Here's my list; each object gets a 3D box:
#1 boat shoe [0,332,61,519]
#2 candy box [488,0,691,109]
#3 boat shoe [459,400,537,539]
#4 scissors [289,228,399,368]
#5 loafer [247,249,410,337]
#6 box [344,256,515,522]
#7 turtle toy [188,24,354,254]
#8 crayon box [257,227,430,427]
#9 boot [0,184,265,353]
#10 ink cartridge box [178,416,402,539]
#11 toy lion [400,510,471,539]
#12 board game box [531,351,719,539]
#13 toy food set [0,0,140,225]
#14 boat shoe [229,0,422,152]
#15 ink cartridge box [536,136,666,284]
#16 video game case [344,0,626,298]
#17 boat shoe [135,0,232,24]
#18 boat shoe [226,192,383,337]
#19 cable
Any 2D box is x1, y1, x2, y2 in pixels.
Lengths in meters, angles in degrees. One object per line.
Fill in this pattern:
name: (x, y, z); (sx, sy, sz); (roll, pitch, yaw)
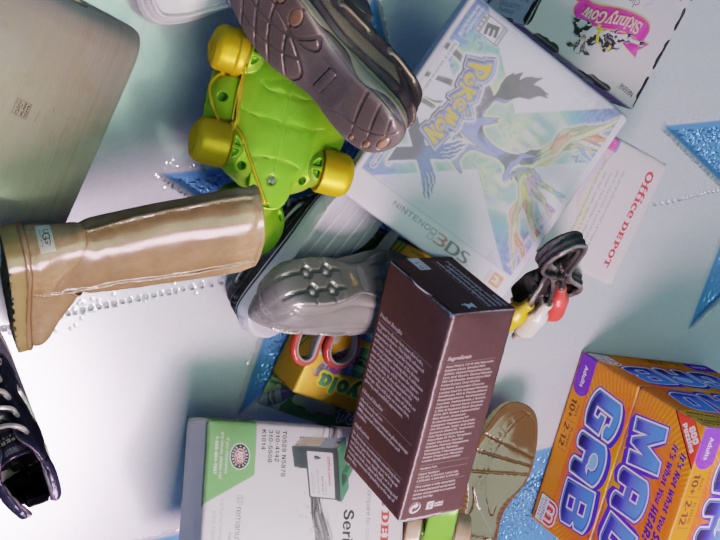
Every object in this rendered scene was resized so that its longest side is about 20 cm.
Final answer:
boat shoe: (-0.299, 0.109, 1.084); (0.074, 0.093, 0.202); (-32, 122, -16)
candy box: (0.236, -0.283, 1.267); (0.167, 0.071, 0.202); (27, 93, -35)
boat shoe: (0.126, 0.228, 1.413); (0.073, 0.063, 0.202); (22, 93, -17)
scissors: (0.000, 0.000, 1.209); (0.073, 0.014, 0.202); (22, 97, -32)
loafer: (-0.011, 0.023, 1.171); (0.198, 0.070, 0.071); (4, 62, -41)
box: (0.055, 0.100, 1.142); (0.074, 0.100, 0.202); (-5, 120, -32)
turtle toy: (-0.079, -0.109, 1.120); (0.144, 0.101, 0.203); (13, 89, -20)
crayon box: (0.002, 0.063, 1.273); (0.125, 0.051, 0.202); (22, 96, -35)
boot: (-0.183, 0.002, 1.065); (0.197, 0.175, 0.067); (-10, 71, -18)
ink cartridge box: (-0.061, 0.214, 1.227); (0.197, 0.084, 0.148); (6, 81, -22)
toy lion: (0.087, 0.147, 1.280); (0.068, 0.201, 0.194); (10, 117, 0)
board game box: (0.343, 0.225, 1.450); (0.198, 0.199, 0.203); (8, 104, -32)
toy food set: (-0.273, -0.129, 1.038); (0.142, 0.060, 0.202); (25, 87, -35)
boat shoe: (-0.028, -0.185, 1.055); (0.201, 0.074, 0.073); (51, 48, -9)
ink cartridge box: (0.181, -0.084, 1.278); (0.198, 0.125, 0.130); (23, 96, -35)
video game case: (0.106, -0.102, 1.153); (0.181, 0.022, 0.201); (34, 93, -17)
boat shoe: (-0.088, -0.255, 1.085); (0.198, 0.069, 0.072); (-30, 122, -18)
boat shoe: (-0.049, -0.035, 1.191); (0.200, 0.071, 0.072); (-46, 138, -2)
cable: (0.178, 0.015, 1.199); (0.096, 0.200, 0.051); (-14, 76, -16)
